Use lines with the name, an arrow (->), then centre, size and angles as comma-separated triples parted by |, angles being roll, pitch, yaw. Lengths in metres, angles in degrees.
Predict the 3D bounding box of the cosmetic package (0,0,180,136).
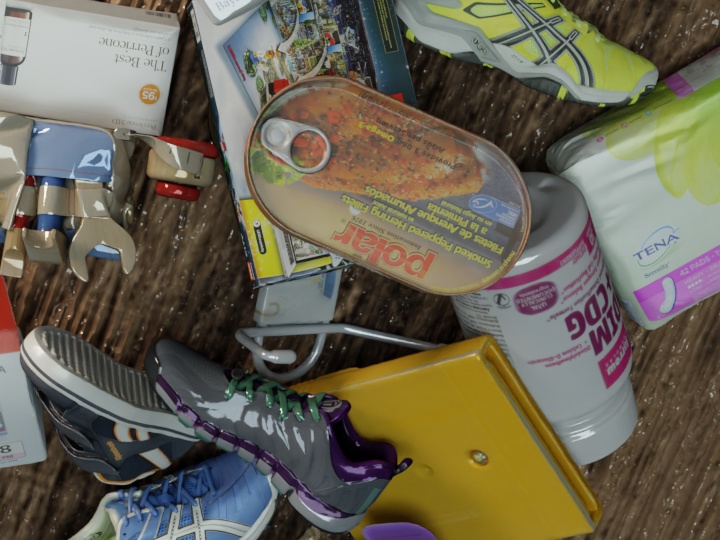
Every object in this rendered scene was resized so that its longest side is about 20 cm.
cosmetic package -> -0.231, -0.151, 1.599 | 0.200, 0.051, 0.083 | 8, 108, -10

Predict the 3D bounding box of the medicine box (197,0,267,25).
medicine box -> -0.107, -0.283, 1.501 | 0.103, 0.182, 0.200 | -29, 110, 2

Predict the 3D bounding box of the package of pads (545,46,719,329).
package of pads -> 0.252, -0.070, 1.678 | 0.200, 0.068, 0.155 | -30, 110, 3

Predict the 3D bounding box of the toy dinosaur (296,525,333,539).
toy dinosaur -> -0.038, 0.266, 1.753 | 0.200, 0.086, 0.136 | 28, 140, 1

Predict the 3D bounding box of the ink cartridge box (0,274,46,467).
ink cartridge box -> -0.313, 0.084, 1.613 | 0.162, 0.057, 0.200 | -8, 152, -4

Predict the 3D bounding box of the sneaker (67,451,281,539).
sneaker -> -0.143, 0.189, 1.701 | 0.200, 0.076, 0.077 | -37, 135, 4

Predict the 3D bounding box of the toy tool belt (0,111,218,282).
toy tool belt -> -0.202, -0.040, 1.588 | 0.200, 0.125, 0.123 | 8, 90, 10

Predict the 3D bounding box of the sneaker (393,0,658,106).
sneaker -> 0.123, -0.173, 1.625 | 0.200, 0.075, 0.076 | 17, 106, -14

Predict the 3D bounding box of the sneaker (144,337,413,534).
sneaker -> -0.058, 0.099, 1.652 | 0.200, 0.074, 0.088 | 39, 118, -11

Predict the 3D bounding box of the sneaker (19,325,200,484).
sneaker -> -0.187, 0.104, 1.635 | 0.079, 0.078, 0.200 | -45, 145, 9

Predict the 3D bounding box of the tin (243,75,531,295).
tin -> 0.017, -0.054, 1.540 | 0.200, 0.042, 0.112 | 24, 79, -8

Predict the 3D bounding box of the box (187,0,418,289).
box -> -0.029, -0.099, 1.572 | 0.137, 0.038, 0.200 | -13, 89, -11

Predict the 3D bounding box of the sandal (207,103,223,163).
sandal -> -0.046, -0.153, 1.620 | 0.082, 0.055, 0.200 | 26, 103, -15

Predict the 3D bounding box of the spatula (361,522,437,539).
spatula -> 0.070, 0.242, 1.746 | 0.057, 0.021, 0.200 | -10, 145, 29

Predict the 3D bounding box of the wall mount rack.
wall mount rack -> 0.000, 0.000, 1.671 | 0.174, 0.075, 0.200 | -2, 112, -36

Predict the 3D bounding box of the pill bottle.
pill bottle -> 0.132, 0.038, 1.662 | 0.113, 0.113, 0.200 | -21, 124, 0

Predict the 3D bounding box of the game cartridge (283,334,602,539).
game cartridge -> 0.052, 0.137, 1.686 | 0.200, 0.032, 0.176 | -15, 120, 36
